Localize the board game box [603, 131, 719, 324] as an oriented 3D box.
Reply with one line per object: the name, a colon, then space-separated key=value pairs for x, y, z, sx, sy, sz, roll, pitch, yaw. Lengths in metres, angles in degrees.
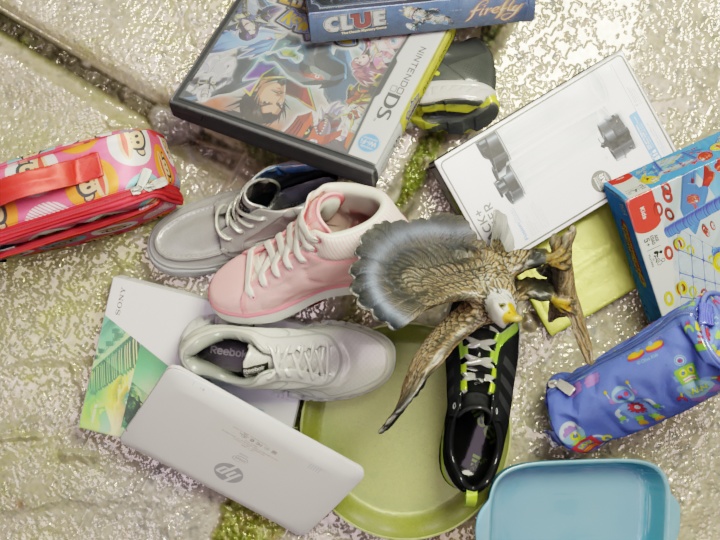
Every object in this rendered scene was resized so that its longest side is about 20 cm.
board game box: x=0.342 y=-0.022 z=0.967 sx=0.194 sy=0.056 sz=0.202 roll=-24 pitch=110 yaw=0

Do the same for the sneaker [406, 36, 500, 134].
sneaker: x=0.032 y=-0.175 z=0.996 sx=0.197 sy=0.075 sz=0.086 roll=6 pitch=63 yaw=7

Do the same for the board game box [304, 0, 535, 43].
board game box: x=0.045 y=-0.269 z=0.960 sx=0.197 sy=0.035 sz=0.137 roll=-7 pitch=53 yaw=-4

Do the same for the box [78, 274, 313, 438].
box: x=-0.151 y=0.098 z=1.008 sx=0.197 sy=0.036 sz=0.146 roll=14 pitch=91 yaw=0

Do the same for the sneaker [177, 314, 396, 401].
sneaker: x=-0.066 y=0.080 z=0.953 sx=0.197 sy=0.081 sz=0.076 roll=2 pitch=89 yaw=-2

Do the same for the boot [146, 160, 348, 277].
boot: x=-0.104 y=-0.055 z=0.969 sx=0.197 sy=0.096 sz=0.074 roll=-19 pitch=74 yaw=-3

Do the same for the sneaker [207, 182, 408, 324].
sneaker: x=-0.051 y=-0.020 z=0.908 sx=0.197 sy=0.105 sz=0.076 roll=-11 pitch=53 yaw=15

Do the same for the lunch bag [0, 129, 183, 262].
lunch bag: x=-0.260 y=-0.066 z=0.934 sx=0.197 sy=0.176 sz=0.083 roll=-17 pitch=90 yaw=1

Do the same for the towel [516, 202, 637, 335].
towel: x=0.243 y=-0.024 z=1.019 sx=0.198 sy=0.018 sz=0.087 roll=-31 pitch=86 yaw=1

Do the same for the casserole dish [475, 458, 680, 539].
casserole dish: x=0.196 y=0.230 z=0.996 sx=0.197 sy=0.039 sz=0.123 roll=0 pitch=96 yaw=-10

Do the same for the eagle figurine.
eagle figurine: x=0.084 y=0.027 z=0.873 sx=0.197 sy=0.151 sz=0.154 roll=-17 pitch=74 yaw=-7

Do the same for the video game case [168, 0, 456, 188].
video game case: x=-0.039 y=-0.179 z=0.946 sx=0.198 sy=0.026 sz=0.182 roll=21 pitch=65 yaw=15

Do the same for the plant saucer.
plant saucer: x=0.042 y=0.149 z=1.012 sx=0.197 sy=0.031 sz=0.203 roll=0 pitch=90 yaw=-1

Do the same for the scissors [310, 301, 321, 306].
scissors: x=0.000 y=0.000 z=1.020 sx=0.197 sy=0.014 sz=0.074 roll=1 pitch=89 yaw=-1

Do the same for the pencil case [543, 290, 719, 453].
pencil case: x=0.246 y=0.091 z=0.940 sx=0.086 sy=0.079 sz=0.199 roll=33 pitch=135 yaw=-23

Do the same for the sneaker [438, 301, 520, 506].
sneaker: x=0.110 y=0.105 z=0.956 sx=0.071 sy=0.083 sz=0.203 roll=2 pitch=91 yaw=-1

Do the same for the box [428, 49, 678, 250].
box: x=0.175 y=-0.099 z=0.991 sx=0.198 sy=0.060 sz=0.118 roll=-30 pitch=94 yaw=1

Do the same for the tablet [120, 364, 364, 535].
tablet: x=-0.108 y=0.166 z=0.966 sx=0.198 sy=0.014 sz=0.130 roll=31 pitch=131 yaw=-11
